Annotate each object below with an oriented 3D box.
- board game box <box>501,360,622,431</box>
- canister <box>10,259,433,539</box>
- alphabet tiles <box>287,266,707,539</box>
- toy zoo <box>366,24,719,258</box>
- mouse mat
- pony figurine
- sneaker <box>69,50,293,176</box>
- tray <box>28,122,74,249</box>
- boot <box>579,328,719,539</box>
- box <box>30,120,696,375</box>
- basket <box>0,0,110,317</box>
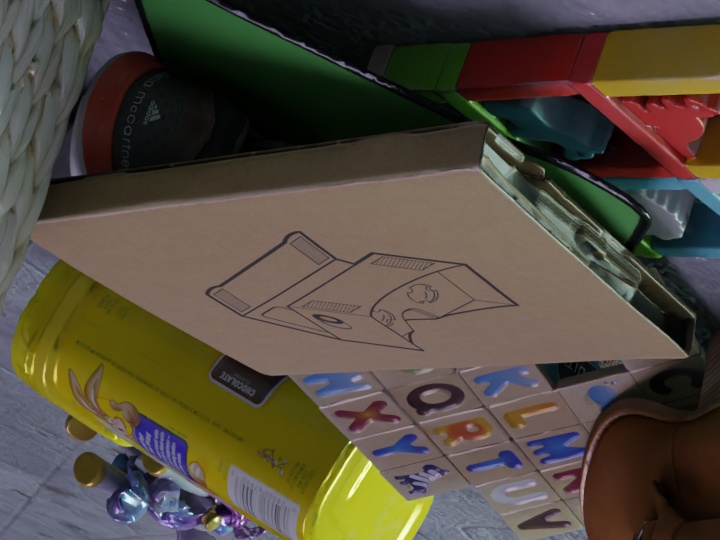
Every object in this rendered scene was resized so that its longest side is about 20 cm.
[{"bbox_3d":[0.064,0.053,0.998,0.150,0.047,0.200,5,157,43],"label":"board game box"},{"bbox_3d":[-0.069,0.079,1.092,0.199,0.087,0.149,28,171,26],"label":"canister"},{"bbox_3d":[0.083,0.071,0.925,0.166,0.008,0.200,-16,144,19],"label":"alphabet tiles"},{"bbox_3d":[0.111,-0.039,0.693,0.199,0.021,0.131,3,156,47],"label":"toy zoo"},{"bbox_3d":[0.009,-0.048,0.751,0.199,0.008,0.161,25,171,4],"label":"mouse mat"},{"bbox_3d":[-0.104,0.148,1.379,0.193,0.167,0.200,49,-172,38],"label":"pony figurine"},{"bbox_3d":[-0.046,-0.017,0.834,0.081,0.078,0.200,16,168,23],"label":"sneaker"},{"bbox_3d":[-0.171,-0.025,0.946,0.022,0.108,0.200,46,156,-15],"label":"tray"},{"bbox_3d":[0.129,0.121,0.847,0.073,0.155,0.200,19,144,-4],"label":"boot"},{"bbox_3d":[0.000,0.000,0.750,0.199,0.021,0.163,-6,154,34],"label":"box"},{"bbox_3d":[-0.182,-0.054,0.691,0.135,0.201,0.123,15,168,19],"label":"basket"}]
